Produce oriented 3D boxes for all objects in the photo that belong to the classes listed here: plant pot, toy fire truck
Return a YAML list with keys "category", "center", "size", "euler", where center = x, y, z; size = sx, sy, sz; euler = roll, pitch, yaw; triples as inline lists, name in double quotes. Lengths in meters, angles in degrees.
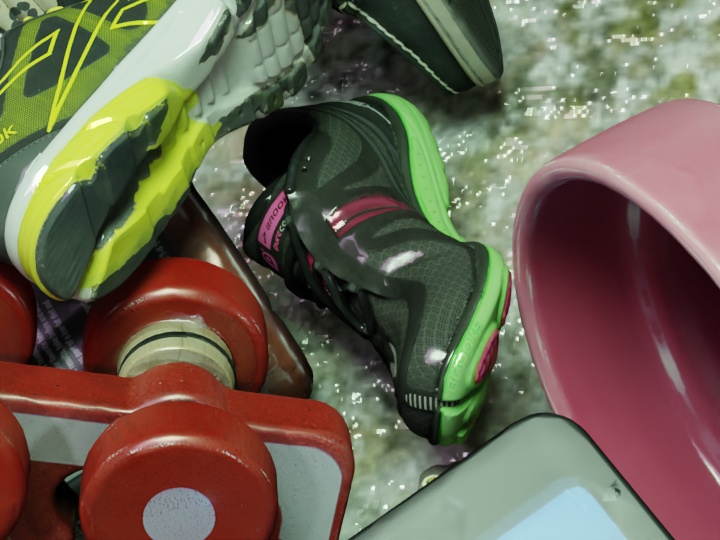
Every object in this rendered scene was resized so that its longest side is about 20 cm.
- category: "plant pot"
  center: [0.176, 0.015, 0.912]
  size: [0.179, 0.200, 0.200]
  euler: [-28, 56, -18]
- category: "toy fire truck"
  center: [-0.109, 0.089, 0.932]
  size: [0.199, 0.168, 0.112]
  euler: [8, 32, -10]

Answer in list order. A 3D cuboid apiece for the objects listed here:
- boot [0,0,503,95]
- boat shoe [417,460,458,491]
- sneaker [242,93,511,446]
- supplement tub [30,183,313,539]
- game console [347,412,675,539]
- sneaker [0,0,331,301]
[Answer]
- category: "boot"
  center: [-0.054, -0.119, 1.054]
  size: [0.154, 0.204, 0.074]
  euler: [-32, 29, 20]
- category: "boat shoe"
  center: [0.036, 0.158, 0.935]
  size: [0.060, 0.072, 0.202]
  euler: [1, 60, 17]
- category: "sneaker"
  center: [0.000, 0.000, 1.001]
  size: [0.083, 0.077, 0.200]
  euler: [3, 28, -18]
- category: "supplement tub"
  center: [-0.124, 0.055, 1.022]
  size: [0.200, 0.107, 0.107]
  euler: [-33, 58, -2]
- category: "game console"
  center: [0.041, 0.147, 0.831]
  size: [0.116, 0.176, 0.200]
  euler: [-49, 62, 20]
- category: "sneaker"
  center: [-0.080, -0.077, 0.941]
  size: [0.084, 0.075, 0.200]
  euler: [20, 49, 23]
